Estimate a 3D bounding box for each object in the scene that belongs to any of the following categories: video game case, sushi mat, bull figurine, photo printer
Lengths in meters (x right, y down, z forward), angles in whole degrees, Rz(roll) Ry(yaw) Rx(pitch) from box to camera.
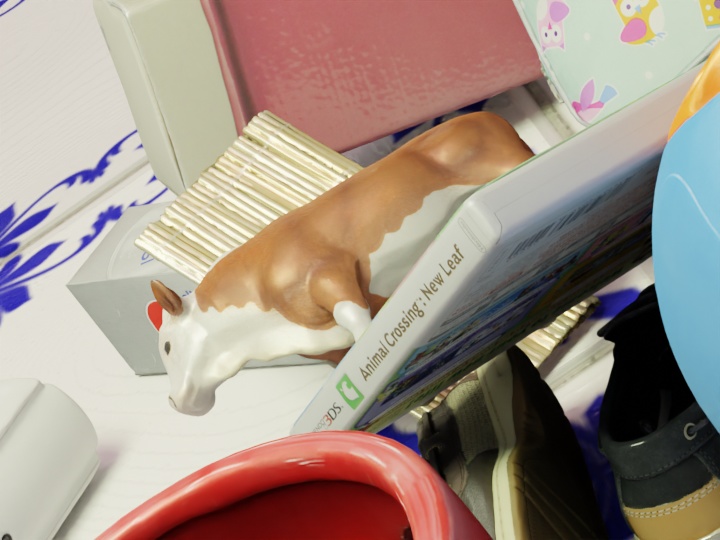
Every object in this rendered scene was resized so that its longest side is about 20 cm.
[{"bbox_3d":[0.078,-0.015,0.914,0.199,0.022,0.182,-31,-13,-34],"label":"video game case"},{"bbox_3d":[0.000,0.000,1.106,0.199,0.012,0.096,30,66,26],"label":"sushi mat"},{"bbox_3d":[0.007,0.001,1.048,0.200,0.065,0.121,-37,45,-18],"label":"bull figurine"},{"bbox_3d":[-0.235,0.147,1.201,0.166,0.070,0.200,-12,35,41],"label":"photo printer"}]

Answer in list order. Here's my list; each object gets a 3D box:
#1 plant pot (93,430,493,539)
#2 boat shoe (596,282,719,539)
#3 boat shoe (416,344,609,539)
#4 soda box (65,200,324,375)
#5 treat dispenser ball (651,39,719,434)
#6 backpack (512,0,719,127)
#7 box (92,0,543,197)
[{"bbox_3d":[-0.012,0.180,0.741,0.200,0.183,0.201,-27,27,15],"label":"plant pot"},{"bbox_3d":[0.132,0.028,0.960,0.074,0.062,0.200,-22,27,30],"label":"boat shoe"},{"bbox_3d":[0.054,0.098,0.939,0.065,0.073,0.200,-35,16,14],"label":"boat shoe"},{"bbox_3d":[-0.053,0.003,1.223,0.199,0.068,0.064,-7,38,47],"label":"soda box"},{"bbox_3d":[0.193,-0.011,0.789,0.200,0.201,0.201,-28,27,16],"label":"treat dispenser ball"},{"bbox_3d":[0.143,-0.153,1.036,0.176,0.153,0.201,-44,57,34],"label":"backpack"},{"bbox_3d":[-0.024,-0.122,1.272,0.199,0.110,0.128,-21,14,-9],"label":"box"}]
